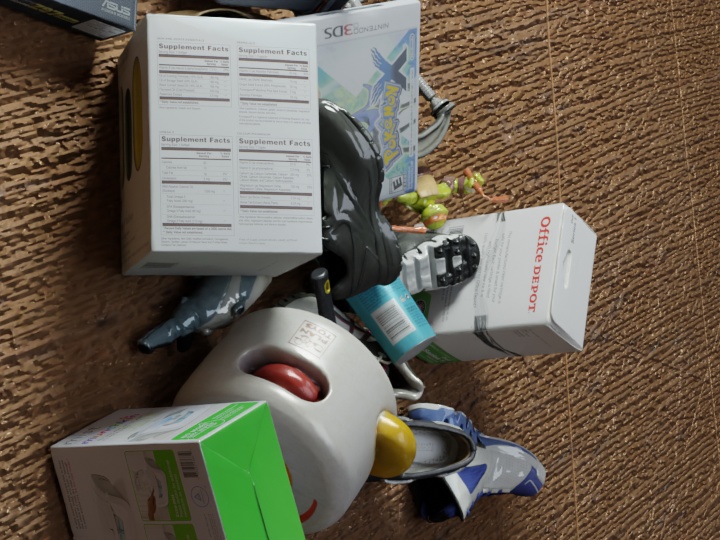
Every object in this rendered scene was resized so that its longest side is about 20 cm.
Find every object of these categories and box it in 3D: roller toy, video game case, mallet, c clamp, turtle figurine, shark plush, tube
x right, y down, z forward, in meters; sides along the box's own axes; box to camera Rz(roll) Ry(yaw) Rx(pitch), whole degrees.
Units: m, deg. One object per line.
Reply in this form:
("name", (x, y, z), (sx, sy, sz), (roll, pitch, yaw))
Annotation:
("roller toy", (-0.065, 0.132, 1.406), (0.183, 0.200, 0.140), (58, 43, -21))
("video game case", (-0.011, -0.157, 1.527), (0.182, 0.022, 0.200), (-18, 117, -41))
("mallet", (-0.020, 0.081, 1.484), (0.066, 0.041, 0.200), (-42, 134, -51))
("c clamp", (0.033, -0.215, 1.673), (0.171, 0.027, 0.200), (-30, 81, -41))
("turtle figurine", (0.062, -0.107, 1.690), (0.200, 0.064, 0.162), (-14, 71, -39))
("shark plush", (-0.146, 0.015, 1.451), (0.083, 0.091, 0.200), (48, 62, -6))
("tube", (0.000, 0.000, 1.558), (0.077, 0.050, 0.200), (-28, 77, -26))

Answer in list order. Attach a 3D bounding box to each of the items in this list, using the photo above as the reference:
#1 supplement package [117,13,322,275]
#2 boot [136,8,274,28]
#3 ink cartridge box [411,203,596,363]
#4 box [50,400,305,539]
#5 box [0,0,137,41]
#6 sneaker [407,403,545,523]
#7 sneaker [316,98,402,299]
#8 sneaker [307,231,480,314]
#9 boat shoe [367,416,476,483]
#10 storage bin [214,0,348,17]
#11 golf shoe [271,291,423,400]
("supplement package", (-0.126, -0.103, 1.353), (0.150, 0.152, 0.201), (0, 83, -18))
("boot", (-0.120, -0.220, 1.488), (0.200, 0.075, 0.074), (-11, 91, -54))
("ink cartridge box", (0.149, 0.018, 1.698), (0.084, 0.200, 0.146), (36, 57, -45))
("box", (-0.146, 0.221, 1.293), (0.097, 0.176, 0.200), (-28, 106, -51))
("box", (-0.274, -0.298, 1.316), (0.200, 0.051, 0.158), (15, 71, -51))
("sneaker", (0.113, 0.234, 1.727), (0.199, 0.080, 0.115), (31, 64, -38))
("sneaker", (-0.023, -0.063, 1.466), (0.091, 0.076, 0.200), (-28, 110, -32))
("sneaker", (0.023, -0.002, 1.650), (0.200, 0.090, 0.067), (-15, 110, -28))
("boat shoe", (0.028, 0.184, 1.580), (0.200, 0.060, 0.074), (8, 79, -34))
("storage bin", (-0.093, -0.341, 1.464), (0.134, 0.146, 0.200), (-12, 69, -44))
("golf shoe", (-0.014, 0.079, 1.554), (0.200, 0.088, 0.077), (25, 90, -46))
